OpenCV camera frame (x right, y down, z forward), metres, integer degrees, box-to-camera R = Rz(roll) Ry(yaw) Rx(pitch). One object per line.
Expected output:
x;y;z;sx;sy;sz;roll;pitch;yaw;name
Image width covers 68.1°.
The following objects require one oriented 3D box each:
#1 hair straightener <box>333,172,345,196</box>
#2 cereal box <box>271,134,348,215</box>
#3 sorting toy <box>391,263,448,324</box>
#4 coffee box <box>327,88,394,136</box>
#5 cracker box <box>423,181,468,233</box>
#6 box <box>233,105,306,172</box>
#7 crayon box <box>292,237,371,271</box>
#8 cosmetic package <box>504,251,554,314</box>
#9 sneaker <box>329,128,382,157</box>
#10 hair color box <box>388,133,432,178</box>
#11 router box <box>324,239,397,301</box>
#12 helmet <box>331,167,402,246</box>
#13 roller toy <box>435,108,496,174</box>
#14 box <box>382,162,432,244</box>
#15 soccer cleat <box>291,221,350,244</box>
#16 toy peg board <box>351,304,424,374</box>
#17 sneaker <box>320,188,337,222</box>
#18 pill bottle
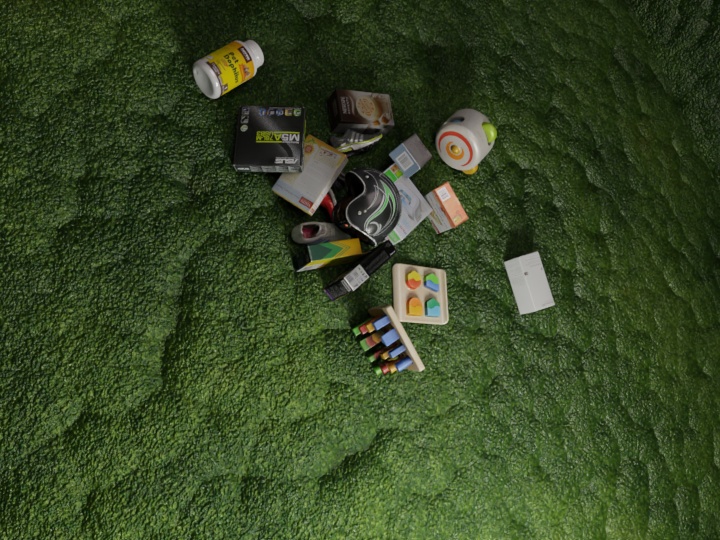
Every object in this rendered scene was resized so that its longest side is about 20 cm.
-0.096;-0.295;1.666;0.200;0.041;0.077;39;88;-19;hair straightener
-0.147;-0.279;1.553;0.143;0.040;0.201;33;86;17;cereal box
0.197;0.075;1.715;0.198;0.036;0.187;6;75;-26;sorting toy
0.001;-0.513;1.740;0.198;0.080;0.116;-5;79;-28;coffee box
0.265;-0.199;1.727;0.057;0.200;0.135;-31;92;-7;cracker box
-0.260;-0.381;1.544;0.197;0.048;0.195;2;72;2;box
-0.084;-0.047;1.549;0.198;0.127;0.051;-9;81;-30;crayon box
0.605;0.046;1.910;0.112;0.081;0.202;-15;83;-31;cosmetic package
-0.013;-0.421;1.716;0.199;0.074;0.082;-25;86;-32;sneaker
0.167;-0.379;1.750;0.099;0.060;0.200;52;29;-7;hair color box
0.000;0.000;1.567;0.200;0.149;0.051;-41;96;-29;router box
0.024;-0.190;1.527;0.199;0.200;0.192;32;81;-17;helmet
0.358;-0.449;1.854;0.182;0.201;0.140;37;60;12;roller toy
0.099;-0.209;1.705;0.176;0.097;0.201;-42;98;-31;box
-0.105;-0.109;1.576;0.198;0.086;0.071;-5;79;-29;soccer cleat
0.067;0.213;1.530;0.097;0.199;0.201;-30;91;-14;toy peg board
-0.124;-0.227;1.612;0.084;0.077;0.201;-27;87;0;sneaker
-0.378;-0.590;1.545;0.110;0.109;0.200;50;61;-7;pill bottle
